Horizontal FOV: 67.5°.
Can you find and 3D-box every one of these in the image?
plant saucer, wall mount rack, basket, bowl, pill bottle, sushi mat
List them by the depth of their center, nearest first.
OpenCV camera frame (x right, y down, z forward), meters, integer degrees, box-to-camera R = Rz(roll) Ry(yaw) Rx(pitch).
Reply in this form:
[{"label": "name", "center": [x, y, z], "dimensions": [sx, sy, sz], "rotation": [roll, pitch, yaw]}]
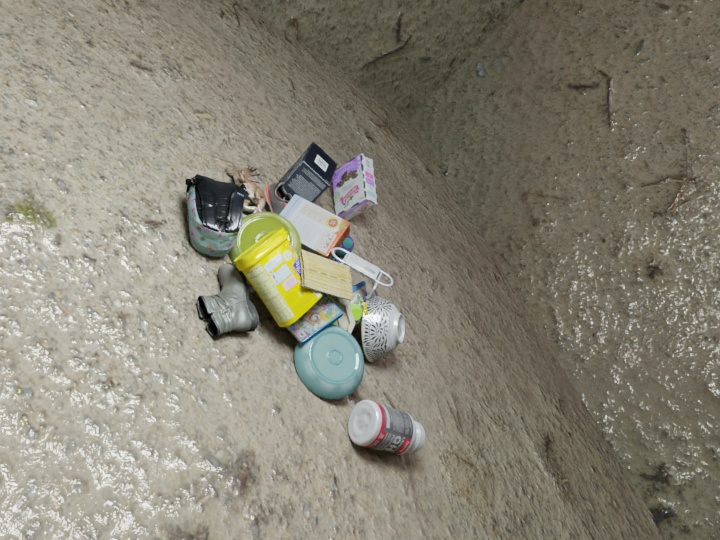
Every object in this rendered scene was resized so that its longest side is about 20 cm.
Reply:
[{"label": "pill bottle", "center": [0.072, 0.407, 1.376], "dimensions": [0.199, 0.111, 0.112], "rotation": [27, 33, -36]}, {"label": "plant saucer", "center": [-0.071, 0.225, 1.384], "dimensions": [0.197, 0.036, 0.203], "rotation": [13, 58, -23]}, {"label": "sushi mat", "center": [-0.085, 0.015, 1.389], "dimensions": [0.199, 0.012, 0.097], "rotation": [20, 58, -51]}, {"label": "plant saucer", "center": [-0.257, -0.073, 1.452], "dimensions": [0.197, 0.031, 0.203], "rotation": [4, 69, -11]}, {"label": "wall mount rack", "center": [0.000, 0.000, 1.560], "dimensions": [0.198, 0.075, 0.174], "rotation": [30, 30, 0]}, {"label": "basket", "center": [-0.057, 0.066, 1.599], "dimensions": [0.201, 0.138, 0.176], "rotation": [57, 25, -1]}, {"label": "bowl", "center": [0.077, 0.172, 1.604], "dimensions": [0.200, 0.093, 0.204], "rotation": [0, 90, -70]}]

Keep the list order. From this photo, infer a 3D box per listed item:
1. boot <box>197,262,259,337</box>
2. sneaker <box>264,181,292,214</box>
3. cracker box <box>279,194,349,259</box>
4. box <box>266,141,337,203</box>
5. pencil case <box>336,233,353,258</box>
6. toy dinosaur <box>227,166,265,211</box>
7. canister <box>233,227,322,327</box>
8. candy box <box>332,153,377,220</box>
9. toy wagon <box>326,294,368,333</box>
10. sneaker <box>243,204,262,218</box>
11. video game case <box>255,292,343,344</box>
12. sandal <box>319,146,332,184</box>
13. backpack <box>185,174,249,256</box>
[{"label": "boot", "center": [-0.327, 0.062, 1.273], "dimensions": [0.130, 0.068, 0.201], "rotation": [3, 50, -49]}, {"label": "sneaker", "center": [-0.233, -0.182, 1.679], "dimensions": [0.077, 0.081, 0.202], "rotation": [-33, 101, -47]}, {"label": "cracker box", "center": [-0.147, -0.122, 1.593], "dimensions": [0.198, 0.058, 0.135], "rotation": [28, 65, 12]}, {"label": "box", "center": [-0.191, -0.293, 1.804], "dimensions": [0.123, 0.198, 0.201], "rotation": [40, 27, -17]}, {"label": "pencil case", "center": [-0.115, -0.109, 1.806], "dimensions": [0.199, 0.084, 0.094], "rotation": [23, 63, -43]}, {"label": "toy dinosaur", "center": [-0.336, -0.247, 1.654], "dimensions": [0.201, 0.085, 0.135], "rotation": [55, 19, -1]}, {"label": "canister", "center": [-0.198, 0.019, 1.330], "dimensions": [0.148, 0.086, 0.202], "rotation": [-42, 108, -35]}, {"label": "candy box", "center": [-0.025, -0.319, 2.078], "dimensions": [0.071, 0.166, 0.203], "rotation": [18, 57, -45]}, {"label": "toy wagon", "center": [-0.072, 0.134, 1.474], "dimensions": [0.197, 0.040, 0.157], "rotation": [-14, 82, -24]}, {"label": "sneaker", "center": [-0.303, -0.127, 1.532], "dimensions": [0.199, 0.088, 0.082], "rotation": [37, 28, -24]}, {"label": "video game case", "center": [-0.161, 0.085, 1.415], "dimensions": [0.142, 0.018, 0.200], "rotation": [-33, 65, -30]}, {"label": "sandal", "center": [-0.145, -0.429, 2.220], "dimensions": [0.201, 0.080, 0.054], "rotation": [59, 6, 29]}, {"label": "backpack", "center": [-0.372, -0.139, 1.390], "dimensions": [0.165, 0.127, 0.202], "rotation": [5, 46, -25]}]
